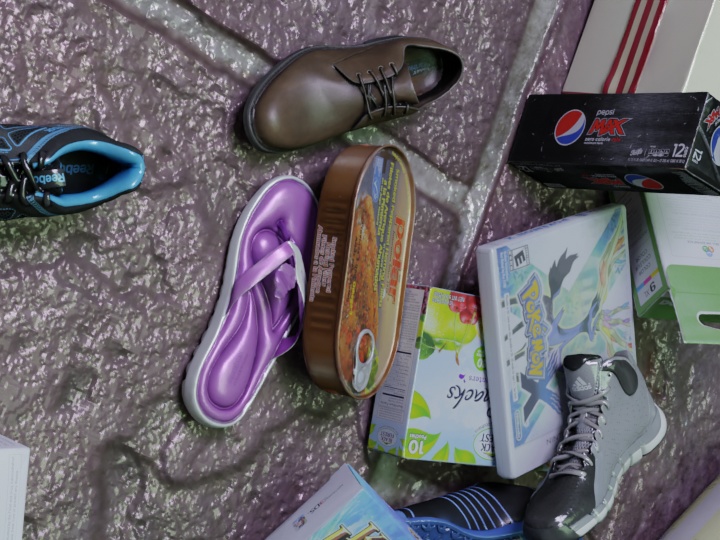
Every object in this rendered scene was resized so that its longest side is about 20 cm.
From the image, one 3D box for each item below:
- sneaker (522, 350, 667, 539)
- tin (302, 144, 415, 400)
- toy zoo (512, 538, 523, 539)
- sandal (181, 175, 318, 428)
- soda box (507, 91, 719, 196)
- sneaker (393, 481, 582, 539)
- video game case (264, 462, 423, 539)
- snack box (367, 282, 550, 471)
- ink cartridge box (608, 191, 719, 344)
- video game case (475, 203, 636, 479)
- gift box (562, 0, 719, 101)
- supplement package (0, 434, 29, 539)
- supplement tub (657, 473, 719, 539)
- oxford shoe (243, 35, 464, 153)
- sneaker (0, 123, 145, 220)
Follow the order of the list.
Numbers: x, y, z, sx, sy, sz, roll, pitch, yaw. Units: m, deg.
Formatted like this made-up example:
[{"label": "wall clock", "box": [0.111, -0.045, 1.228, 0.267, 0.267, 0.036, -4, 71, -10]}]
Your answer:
[{"label": "sneaker", "box": [0.180, 0.132, 1.222, 0.200, 0.075, 0.116, -40, 117, -44]}, {"label": "tin", "box": [0.000, 0.000, 1.150, 0.112, 0.042, 0.201, 10, 87, -60]}, {"label": "toy zoo", "box": [0.046, 0.300, 1.206, 0.199, 0.020, 0.132, -9, 112, -16]}, {"label": "sandal", "box": [-0.069, 0.027, 1.112, 0.082, 0.050, 0.203, 27, 77, -37]}, {"label": "soda box", "box": [0.223, -0.108, 1.236, 0.063, 0.200, 0.071, 27, 78, -39]}, {"label": "sneaker", "box": [0.086, 0.221, 1.249, 0.199, 0.078, 0.070, 3, 112, -18]}, {"label": "video game case", "box": [-0.012, 0.278, 1.138, 0.181, 0.045, 0.200, -43, 118, -2]}, {"label": "snack box", "box": [0.104, 0.095, 1.254, 0.199, 0.053, 0.143, 11, 89, -41]}, {"label": "ink cartridge box", "box": [0.299, -0.008, 1.321, 0.103, 0.059, 0.201, 4, 57, -21]}, {"label": "video game case", "box": [0.175, 0.057, 1.262, 0.182, 0.022, 0.201, -18, 106, -41]}, {"label": "gift box", "box": [0.319, -0.209, 1.322, 0.200, 0.184, 0.187, 21, 87, -37]}, {"label": "supplement package", "box": [-0.319, 0.153, 0.884, 0.199, 0.114, 0.110, 3, 94, -39]}, {"label": "supplement tub", "box": [0.380, 0.279, 1.434, 0.200, 0.145, 0.145, -37, 116, -30]}, {"label": "oxford shoe", "box": [-0.002, -0.142, 1.130, 0.200, 0.084, 0.073, -27, 112, -32]}, {"label": "sneaker", "box": [-0.236, -0.067, 0.950, 0.199, 0.082, 0.074, -12, 104, -36]}]
